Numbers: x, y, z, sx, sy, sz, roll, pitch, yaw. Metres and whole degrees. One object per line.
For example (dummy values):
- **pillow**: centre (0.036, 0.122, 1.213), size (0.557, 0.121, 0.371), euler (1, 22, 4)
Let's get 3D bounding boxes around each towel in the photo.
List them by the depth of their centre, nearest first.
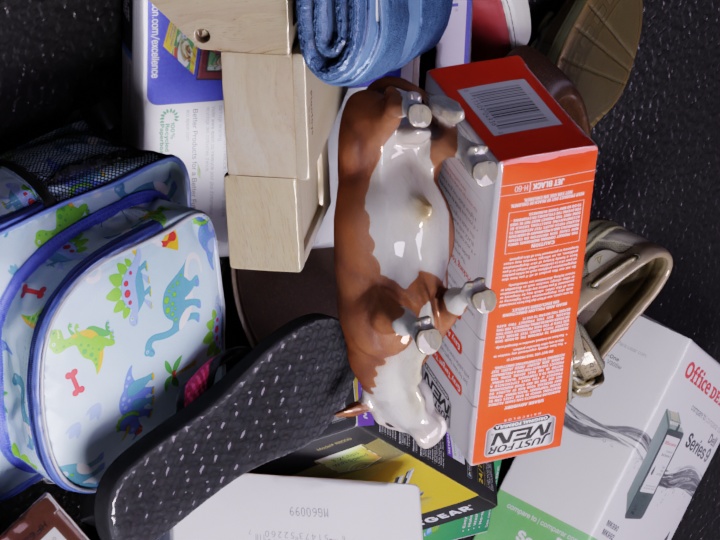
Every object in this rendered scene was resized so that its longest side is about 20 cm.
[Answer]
- **towel**: centre (0.011, -0.158, 1.448), size (0.200, 0.048, 0.113), euler (-36, 125, -74)

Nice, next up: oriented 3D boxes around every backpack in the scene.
- **backpack**: centre (-0.173, 0.032, 1.488), size (0.199, 0.147, 0.184), euler (-23, 124, -37)

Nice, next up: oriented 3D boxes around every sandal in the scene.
- **sandal**: centre (-0.076, 0.078, 1.482), size (0.200, 0.045, 0.076), euler (-33, 130, -36)

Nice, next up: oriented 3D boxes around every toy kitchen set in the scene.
- **toy kitchen set**: centre (-0.099, -0.130, 1.486), size (0.163, 0.179, 0.201), euler (-67, 158, -59)

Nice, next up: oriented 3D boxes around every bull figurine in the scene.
- **bull figurine**: centre (0.024, -0.004, 1.474), size (0.065, 0.121, 0.202), euler (-6, 89, -26)

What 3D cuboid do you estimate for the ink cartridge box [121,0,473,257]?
- **ink cartridge box**: centre (-0.037, -0.107, 1.587), size (0.199, 0.047, 0.199), euler (-6, 114, -20)

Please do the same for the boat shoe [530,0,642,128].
- **boat shoe**: centre (0.120, -0.110, 1.820), size (0.073, 0.063, 0.202), euler (29, 80, -46)

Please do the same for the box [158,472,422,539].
- **box**: centre (-0.066, 0.197, 1.602), size (0.151, 0.200, 0.107), euler (6, 66, -20)

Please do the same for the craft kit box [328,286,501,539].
- **craft kit box**: centre (0.023, 0.089, 1.815), size (0.197, 0.048, 0.201), euler (-8, 114, -43)

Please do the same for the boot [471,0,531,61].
- **boot**: centre (0.016, -0.169, 1.658), size (0.144, 0.072, 0.200), euler (-47, 129, -20)

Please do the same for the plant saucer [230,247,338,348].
- **plant saucer**: centre (0.000, 0.000, 1.697), size (0.199, 0.034, 0.202), euler (5, 81, -32)

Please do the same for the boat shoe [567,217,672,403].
- **boat shoe**: centre (0.129, 0.052, 1.830), size (0.200, 0.065, 0.072), euler (-49, 137, -19)

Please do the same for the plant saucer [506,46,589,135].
- **plant saucer**: centre (0.105, -0.035, 1.697), size (0.200, 0.034, 0.202), euler (8, 90, -72)

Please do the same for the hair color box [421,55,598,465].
- **hair color box**: centre (0.074, -0.005, 1.535), size (0.061, 0.102, 0.201), euler (-10, 127, -21)

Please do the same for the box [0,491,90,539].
- **box**: centre (-0.180, 0.198, 1.515), size (0.100, 0.200, 0.075), euler (47, 64, -1)

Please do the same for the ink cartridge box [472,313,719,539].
- **ink cartridge box**: centre (0.177, 0.136, 1.958), size (0.201, 0.084, 0.146), euler (-63, 151, -4)

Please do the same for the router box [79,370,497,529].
- **router box**: centre (-0.043, 0.121, 1.647), size (0.157, 0.199, 0.053), euler (32, 45, -49)
